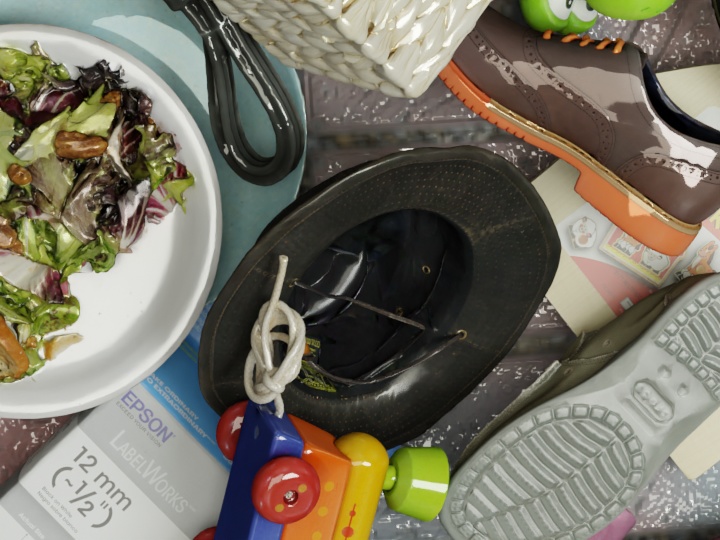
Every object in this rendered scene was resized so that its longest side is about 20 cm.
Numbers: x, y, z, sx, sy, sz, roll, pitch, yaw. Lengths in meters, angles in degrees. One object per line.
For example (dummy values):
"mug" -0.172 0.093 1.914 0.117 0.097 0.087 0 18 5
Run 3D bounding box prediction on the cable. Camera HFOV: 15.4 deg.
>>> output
"cable" -0.075 -0.142 1.332 0.097 0.050 0.200 -31 104 27

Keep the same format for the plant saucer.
"plant saucer" -0.127 -0.071 1.384 0.201 0.039 0.201 0 97 0

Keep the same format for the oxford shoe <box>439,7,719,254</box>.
"oxford shoe" 0.102 -0.097 1.325 0.200 0.071 0.073 38 113 -4

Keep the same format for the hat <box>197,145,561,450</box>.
"hat" 0.000 0.000 1.360 0.200 0.081 0.201 -13 133 -15

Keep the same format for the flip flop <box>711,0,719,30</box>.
"flip flop" 0.224 -0.092 1.327 0.058 0.081 0.200 -28 100 8

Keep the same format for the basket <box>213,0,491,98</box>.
"basket" 0.009 -0.192 1.251 0.200 0.135 0.123 -53 128 -13

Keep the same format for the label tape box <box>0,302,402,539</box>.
"label tape box" -0.093 0.122 1.395 0.200 0.066 0.143 -44 96 7

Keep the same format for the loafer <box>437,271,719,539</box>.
"loafer" 0.124 0.073 1.355 0.200 0.070 0.075 -37 102 1

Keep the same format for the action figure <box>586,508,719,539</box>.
"action figure" 0.143 0.185 1.367 0.200 0.149 0.134 1 104 -14

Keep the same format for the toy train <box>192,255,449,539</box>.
"toy train" -0.007 0.095 1.314 0.116 0.085 0.200 8 108 -21

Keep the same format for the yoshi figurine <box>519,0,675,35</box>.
"yoshi figurine" 0.137 -0.210 1.332 0.112 0.112 0.200 8 104 -10

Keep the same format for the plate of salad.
"plate of salad" -0.170 -0.024 1.341 0.200 0.048 0.200 0 92 1

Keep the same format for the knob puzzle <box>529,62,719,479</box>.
"knob puzzle" 0.196 -0.021 1.392 0.219 0.030 0.220 0 97 1
